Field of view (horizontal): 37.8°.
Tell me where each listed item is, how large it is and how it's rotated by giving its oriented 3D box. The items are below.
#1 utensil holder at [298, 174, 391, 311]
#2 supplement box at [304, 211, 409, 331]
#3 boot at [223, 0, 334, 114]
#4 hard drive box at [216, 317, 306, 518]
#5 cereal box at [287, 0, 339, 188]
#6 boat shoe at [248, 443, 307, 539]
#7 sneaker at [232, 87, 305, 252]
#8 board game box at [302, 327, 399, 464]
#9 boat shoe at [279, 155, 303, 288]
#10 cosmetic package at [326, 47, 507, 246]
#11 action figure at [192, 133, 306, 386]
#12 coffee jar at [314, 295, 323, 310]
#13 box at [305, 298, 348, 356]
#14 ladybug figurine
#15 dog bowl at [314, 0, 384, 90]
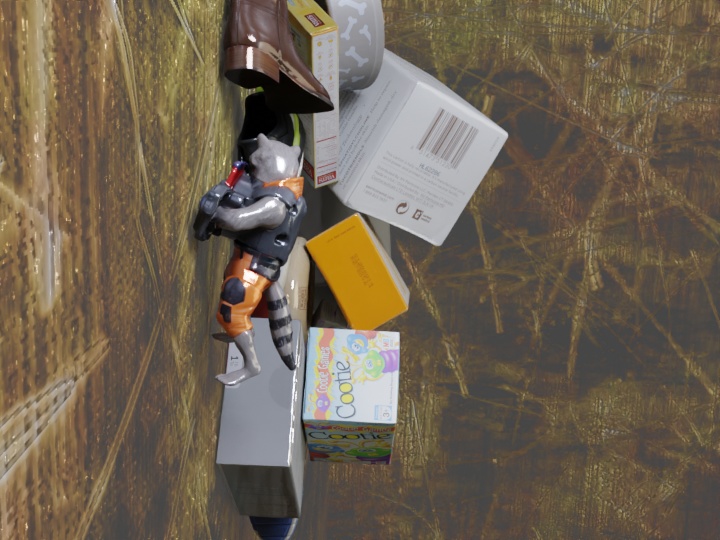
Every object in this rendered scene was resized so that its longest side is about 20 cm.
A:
[{"bbox_3d":[-0.038,-0.051,1.483,0.170,0.166,0.204,88,0,-71],"label":"utensil holder"},{"bbox_3d":[0.000,0.000,1.273,0.128,0.073,0.200,61,5,-1],"label":"supplement box"},{"bbox_3d":[-0.074,-0.266,1.020,0.186,0.063,0.204,22,66,-68],"label":"boot"},{"bbox_3d":[-0.099,0.163,1.132,0.201,0.075,0.159,91,2,-62],"label":"hard drive box"},{"bbox_3d":[-0.070,-0.215,1.192,0.144,0.039,0.202,52,-27,40],"label":"cereal box"},{"bbox_3d":[-0.094,0.230,1.287,0.072,0.071,0.205,16,76,-73],"label":"boat shoe"},{"bbox_3d":[-0.106,-0.096,1.059,0.083,0.070,0.203,49,37,-52],"label":"sneaker"},{"bbox_3d":[-0.009,0.149,1.209,0.201,0.101,0.107,90,3,-68],"label":"board game box"},{"bbox_3d":[-0.098,-0.066,1.132,0.072,0.058,0.204,113,-16,-62],"label":"boat shoe"},{"bbox_3d":[0.041,-0.167,1.305,0.168,0.166,0.200,-58,-142,14],"label":"cosmetic package"},{"bbox_3d":[-0.087,-0.021,0.918,0.200,0.102,0.197,-73,175,-76],"label":"action figure"},{"bbox_3d":[-0.083,0.144,1.551,0.105,0.083,0.204,76,15,-65],"label":"coffee jar"},{"bbox_3d":[-0.073,0.122,1.333,0.042,0.038,0.201,-88,-156,-52],"label":"box"},{"bbox_3d":[-0.093,0.028,1.227,0.200,0.070,0.139,55,39,-89],"label":"ladybug figurine"},{"bbox_3d":[-0.046,-0.298,1.197,0.200,0.058,0.203,48,-32,42],"label":"dog bowl"}]
